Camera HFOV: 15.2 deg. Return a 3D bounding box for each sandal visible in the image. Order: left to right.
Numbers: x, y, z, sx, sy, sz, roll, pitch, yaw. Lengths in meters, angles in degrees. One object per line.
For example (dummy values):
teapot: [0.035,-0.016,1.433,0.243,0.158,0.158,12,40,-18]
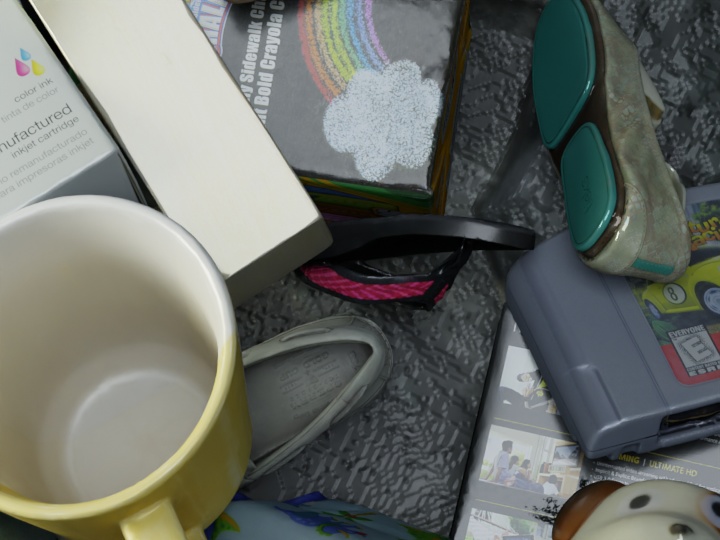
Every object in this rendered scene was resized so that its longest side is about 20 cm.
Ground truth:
sandal: [0.000,0.000,1.379,0.199,0.075,0.045,-5,80,26]

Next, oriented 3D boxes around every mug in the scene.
mug: [-0.118,0.080,1.248,0.148,0.153,0.188,4,70,10]

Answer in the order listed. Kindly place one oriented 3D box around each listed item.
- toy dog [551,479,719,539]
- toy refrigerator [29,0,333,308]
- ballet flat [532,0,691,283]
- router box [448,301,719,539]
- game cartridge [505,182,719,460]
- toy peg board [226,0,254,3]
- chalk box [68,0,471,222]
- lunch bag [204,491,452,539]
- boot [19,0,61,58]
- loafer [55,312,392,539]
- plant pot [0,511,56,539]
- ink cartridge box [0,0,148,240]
toy dog: [0.129,0.195,1.226,0.139,0.194,0.201,16,88,20]
toy refrigerator: [-0.096,-0.083,1.293,0.070,0.076,0.201,-33,81,-2]
ballet flat: [0.130,-0.066,1.386,0.062,0.068,0.201,19,41,-22]
router box: [0.153,0.111,1.380,0.199,0.051,0.150,13,80,6]
game cartridge: [0.181,0.017,1.365,0.199,0.041,0.133,-14,49,-15]
toy peg board: [-0.013,-0.252,1.363,0.199,0.098,0.200,-15,49,-20]
chalk box: [-0.048,-0.099,1.393,0.199,0.124,0.126,10,81,5]
lunch bag: [-0.008,0.224,1.309,0.169,0.127,0.201,18,98,36]
boot: [-0.251,-0.127,1.429,0.199,0.076,0.169,25,78,0]
loafer: [-0.075,0.081,1.385,0.199,0.070,0.070,-32,87,-3]
plant pot: [-0.240,0.159,1.292,0.195,0.196,0.201,-7,96,1]
ink cartridge box: [-0.214,-0.068,1.303,0.145,0.083,0.200,-32,60,-8]
